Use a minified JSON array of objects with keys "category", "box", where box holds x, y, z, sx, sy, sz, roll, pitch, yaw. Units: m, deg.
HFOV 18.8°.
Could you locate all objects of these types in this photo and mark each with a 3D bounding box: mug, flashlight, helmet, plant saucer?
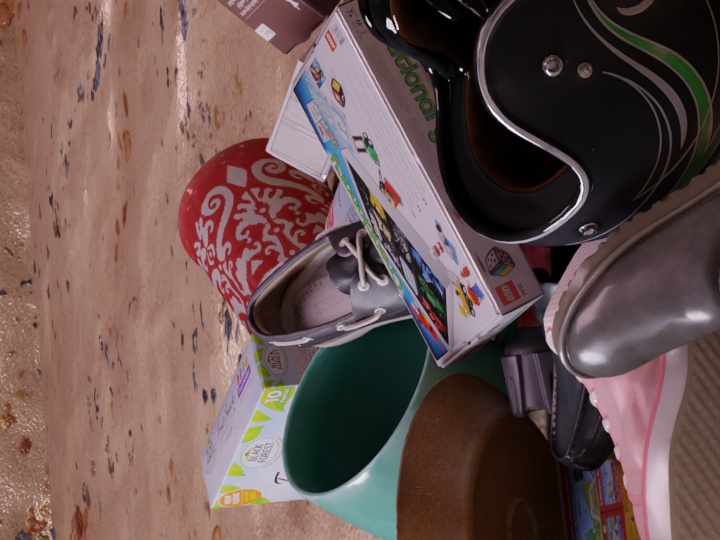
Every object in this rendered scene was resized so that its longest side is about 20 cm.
[{"category":"mug","box":[0.048,0.096,1.434,0.185,0.114,0.153,-39,33,32]},{"category":"flashlight","box":[0.098,-0.014,1.308,0.068,0.067,0.202,-8,-89,-73]},{"category":"helmet","box":[0.109,-0.116,1.114,0.191,0.199,0.200,50,-173,-36]},{"category":"mug","box":[-0.040,0.007,1.753,0.134,0.177,0.200,-49,37,10]},{"category":"plant saucer","box":[0.085,0.161,1.318,0.035,0.200,0.202,-8,83,29]}]

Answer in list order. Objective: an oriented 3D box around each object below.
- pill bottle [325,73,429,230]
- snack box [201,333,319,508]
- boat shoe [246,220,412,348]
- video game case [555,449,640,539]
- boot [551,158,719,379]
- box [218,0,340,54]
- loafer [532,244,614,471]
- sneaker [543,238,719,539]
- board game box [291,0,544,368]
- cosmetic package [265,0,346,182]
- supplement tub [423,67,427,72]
[{"category":"pill bottle","box":[0.048,-0.073,1.439,0.201,0.108,0.109,112,150,-50]},{"category":"snack box","box":[-0.034,0.112,1.659,0.200,0.141,0.053,115,147,-55]},{"category":"boat shoe","box":[0.000,0.000,1.393,0.199,0.060,0.075,-25,73,47]},{"category":"video game case","box":[0.163,0.145,1.260,0.200,0.017,0.144,147,119,-69]},{"category":"boot","box":[0.189,0.039,1.004,0.182,0.072,0.201,-45,42,18]},{"category":"box","box":[-0.010,-0.254,1.484,0.201,0.075,0.100,-58,10,-18]},{"category":"loafer","box":[0.125,0.014,1.249,0.068,0.070,0.203,-153,68,-71]},{"category":"sneaker","box":[0.152,0.065,1.154,0.104,0.075,0.202,-11,73,48]},{"category":"board game box","box":[0.030,-0.051,1.274,0.201,0.034,0.126,62,161,7]},{"category":"cosmetic package","box":[0.003,-0.152,1.475,0.200,0.050,0.083,-57,-6,-49]},{"category":"supplement tub","box":[0.088,-0.220,1.242,0.145,0.143,0.201,-111,26,-44]}]
